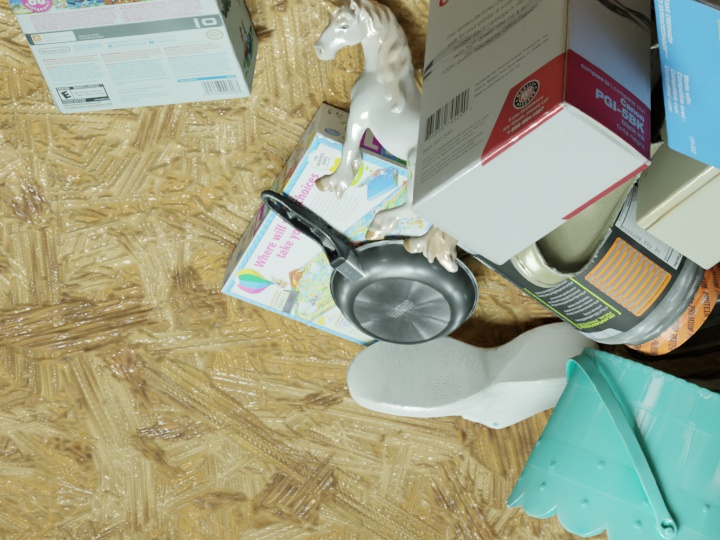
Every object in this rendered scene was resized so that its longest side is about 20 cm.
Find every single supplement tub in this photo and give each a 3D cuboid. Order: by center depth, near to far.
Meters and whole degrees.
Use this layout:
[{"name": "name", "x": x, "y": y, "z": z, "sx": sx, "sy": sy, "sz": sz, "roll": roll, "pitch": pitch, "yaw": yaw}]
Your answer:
[{"name": "supplement tub", "x": 0.159, "y": -0.028, "z": 1.758, "sx": 0.200, "sy": 0.123, "sz": 0.122, "roll": 35, "pitch": 133, "yaw": -26}]

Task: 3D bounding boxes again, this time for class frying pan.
[{"name": "frying pan", "x": 0.016, "y": -0.003, "z": 1.836, "sx": 0.114, "sy": 0.031, "sz": 0.190, "roll": -14, "pitch": 136, "yaw": 23}]

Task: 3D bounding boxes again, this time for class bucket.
[{"name": "bucket", "x": 0.222, "y": 0.152, "z": 1.837, "sx": 0.206, "sy": 0.135, "sz": 0.207, "roll": 22, "pitch": 175, "yaw": 2}]

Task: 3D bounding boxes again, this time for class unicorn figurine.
[{"name": "unicorn figurine", "x": 0.019, "y": -0.101, "z": 1.702, "sx": 0.200, "sy": 0.074, "sz": 0.138, "roll": 36, "pitch": 119, "yaw": 14}]

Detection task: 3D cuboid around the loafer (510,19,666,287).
[{"name": "loafer", "x": 0.159, "y": -0.083, "z": 1.645, "sx": 0.075, "sy": 0.201, "sz": 0.068, "roll": 26, "pitch": 173, "yaw": -27}]

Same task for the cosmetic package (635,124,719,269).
[{"name": "cosmetic package", "x": 0.280, "y": -0.099, "z": 1.671, "sx": 0.073, "sy": 0.104, "sz": 0.200, "roll": 30, "pitch": 134, "yaw": -21}]

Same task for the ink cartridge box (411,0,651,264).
[{"name": "ink cartridge box", "x": 0.114, "y": -0.128, "z": 1.598, "sx": 0.083, "sy": 0.201, "sz": 0.147, "roll": 31, "pitch": 135, "yaw": -27}]

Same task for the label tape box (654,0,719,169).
[{"name": "label tape box", "x": 0.224, "y": -0.150, "z": 1.548, "sx": 0.063, "sy": 0.201, "sz": 0.145, "roll": 5, "pitch": 139, "yaw": 17}]

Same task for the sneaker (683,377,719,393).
[{"name": "sneaker", "x": 0.284, "y": 0.134, "z": 1.941, "sx": 0.199, "sy": 0.089, "sz": 0.077, "roll": -17, "pitch": 132, "yaw": 28}]

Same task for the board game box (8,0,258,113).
[{"name": "board game box", "x": -0.166, "y": -0.203, "z": 1.670, "sx": 0.147, "sy": 0.064, "sz": 0.200, "roll": -4, "pitch": 138, "yaw": 14}]

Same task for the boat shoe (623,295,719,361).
[{"name": "boat shoe", "x": 0.293, "y": 0.028, "z": 1.842, "sx": 0.199, "sy": 0.061, "sz": 0.076, "roll": -15, "pitch": 133, "yaw": 25}]

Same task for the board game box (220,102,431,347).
[{"name": "board game box", "x": -0.008, "y": -0.030, "z": 1.855, "sx": 0.134, "sy": 0.034, "sz": 0.200, "roll": 21, "pitch": 137, "yaw": -13}]

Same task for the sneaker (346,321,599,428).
[{"name": "sneaker", "x": 0.088, "y": 0.095, "z": 1.932, "sx": 0.199, "sy": 0.076, "sz": 0.089, "roll": -4, "pitch": 147, "yaw": -5}]
